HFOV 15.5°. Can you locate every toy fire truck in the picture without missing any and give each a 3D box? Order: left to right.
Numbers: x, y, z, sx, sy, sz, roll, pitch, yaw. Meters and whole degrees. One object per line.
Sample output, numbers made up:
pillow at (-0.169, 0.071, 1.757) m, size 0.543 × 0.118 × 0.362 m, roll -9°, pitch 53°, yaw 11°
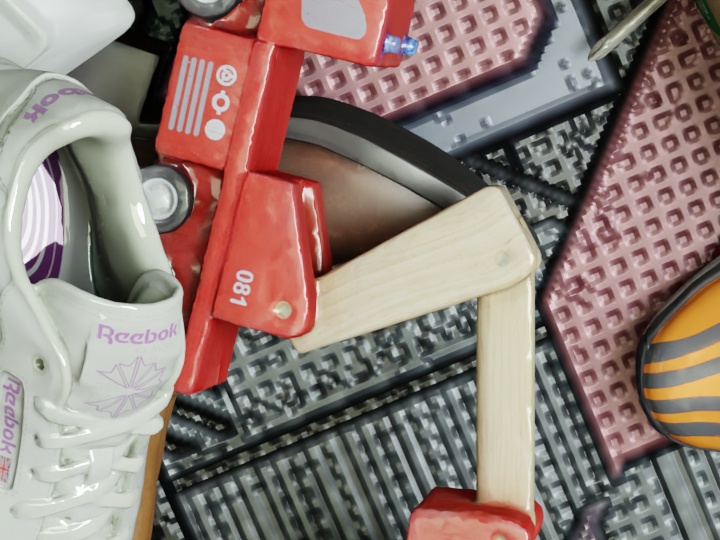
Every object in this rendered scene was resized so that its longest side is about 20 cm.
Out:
toy fire truck at (0.000, 0.000, 0.784) m, size 0.140 × 0.049 × 0.201 m, roll 15°, pitch 96°, yaw 9°

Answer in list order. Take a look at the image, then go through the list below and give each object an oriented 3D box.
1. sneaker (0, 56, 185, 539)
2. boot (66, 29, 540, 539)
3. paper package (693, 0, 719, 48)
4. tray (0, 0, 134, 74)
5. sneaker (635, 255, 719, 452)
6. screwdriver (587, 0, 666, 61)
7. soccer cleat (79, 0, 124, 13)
sneaker at (-0.092, 0.042, 0.741) m, size 0.075 × 0.099 × 0.201 m, roll -10°, pitch 101°, yaw -36°
boot at (-0.057, 0.036, 0.854) m, size 0.187 × 0.068 × 0.201 m, roll 18°, pitch 100°, yaw -3°
paper package at (0.181, -0.128, 0.783) m, size 0.190 × 0.104 × 0.200 m, roll -28°, pitch 115°, yaw 5°
tray at (-0.165, -0.101, 0.743) m, size 0.107 × 0.022 × 0.200 m, roll -34°, pitch 124°, yaw 18°
sneaker at (0.186, 0.019, 0.827) m, size 0.199 × 0.112 × 0.078 m, roll -15°, pitch 99°, yaw 3°
screwdriver at (0.150, -0.131, 0.842) m, size 0.029 × 0.028 × 0.200 m, roll 44°, pitch 96°, yaw 8°
soccer cleat at (-0.080, -0.159, 0.809) m, size 0.067 × 0.081 × 0.201 m, roll 11°, pitch 100°, yaw 10°
